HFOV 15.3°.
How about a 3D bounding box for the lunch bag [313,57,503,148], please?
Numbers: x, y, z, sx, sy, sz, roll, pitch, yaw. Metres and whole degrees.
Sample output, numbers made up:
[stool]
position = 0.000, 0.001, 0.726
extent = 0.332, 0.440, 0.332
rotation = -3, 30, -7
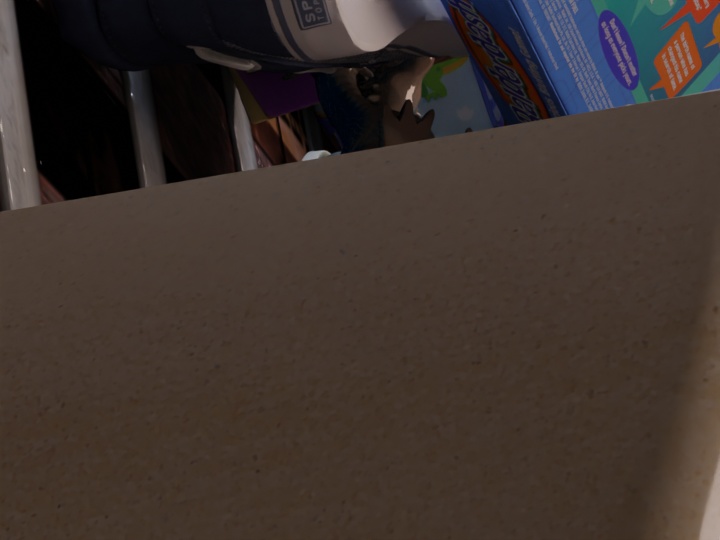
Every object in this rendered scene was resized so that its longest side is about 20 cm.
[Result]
[lunch bag]
position = 0.009, -0.141, 1.144
extent = 0.200, 0.082, 0.161
rotation = -87, 158, -60

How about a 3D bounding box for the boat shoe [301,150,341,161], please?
[boat shoe]
position = 0.016, 0.037, 0.979
extent = 0.073, 0.062, 0.200
rotation = 60, 18, -54

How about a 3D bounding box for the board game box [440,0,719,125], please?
[board game box]
position = 0.110, -0.134, 0.842
extent = 0.045, 0.200, 0.152
rotation = 34, -13, 34

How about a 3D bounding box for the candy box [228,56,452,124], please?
[candy box]
position = 0.032, -0.139, 0.936
extent = 0.057, 0.200, 0.117
rotation = -98, 167, -53

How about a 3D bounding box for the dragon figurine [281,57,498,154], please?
[dragon figurine]
position = 0.000, 0.000, 0.891
extent = 0.099, 0.059, 0.200
rotation = 167, -66, -67

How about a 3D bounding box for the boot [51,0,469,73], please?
[boot]
position = -0.018, -0.097, 0.837
extent = 0.200, 0.090, 0.073
rotation = -15, 101, -69

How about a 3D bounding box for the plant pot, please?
[plant pot]
position = 0.005, 0.109, 0.509
extent = 0.177, 0.199, 0.200
rotation = -75, 150, -49

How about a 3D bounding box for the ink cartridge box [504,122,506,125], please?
[ink cartridge box]
position = 0.121, -0.148, 1.168
extent = 0.147, 0.083, 0.200
rotation = -88, -165, -49
